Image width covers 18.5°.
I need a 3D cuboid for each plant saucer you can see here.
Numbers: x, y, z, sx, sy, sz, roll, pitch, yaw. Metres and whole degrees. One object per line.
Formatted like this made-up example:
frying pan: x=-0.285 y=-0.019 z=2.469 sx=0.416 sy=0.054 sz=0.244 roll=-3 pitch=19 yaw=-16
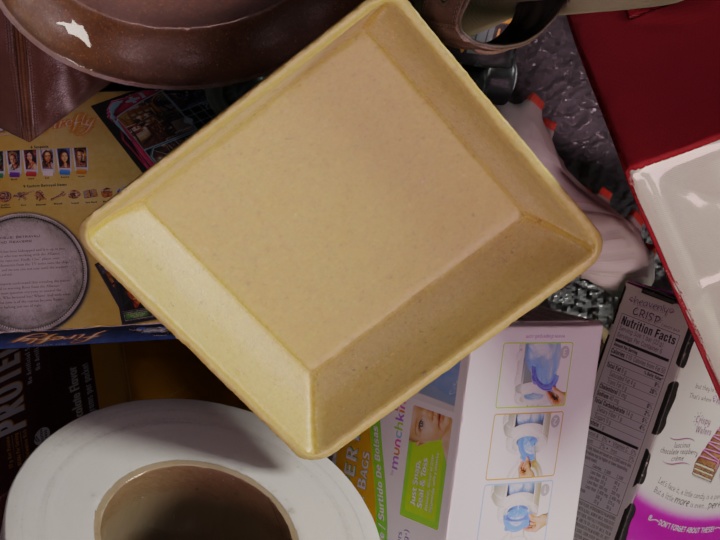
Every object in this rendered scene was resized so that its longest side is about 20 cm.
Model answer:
plant saucer: x=-0.081 y=-0.168 z=1.043 sx=0.199 sy=0.035 sz=0.201 roll=-6 pitch=141 yaw=-5
plant saucer: x=-0.010 y=-0.026 z=1.121 sx=0.200 sy=0.049 sz=0.200 roll=-36 pitch=121 yaw=11

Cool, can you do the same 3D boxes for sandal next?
sandal: x=0.069 y=-0.141 z=1.062 sx=0.200 sy=0.057 sz=0.080 roll=-7 pitch=130 yaw=31

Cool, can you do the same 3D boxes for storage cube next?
storage cube: x=0.231 y=-0.065 z=1.194 sx=0.170 sy=0.180 sz=0.200 roll=-22 pitch=123 yaw=8

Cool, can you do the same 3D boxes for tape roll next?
tape roll: x=-0.099 y=0.187 z=1.179 sx=0.202 sy=0.203 sz=0.139 roll=2 pitch=134 yaw=-16

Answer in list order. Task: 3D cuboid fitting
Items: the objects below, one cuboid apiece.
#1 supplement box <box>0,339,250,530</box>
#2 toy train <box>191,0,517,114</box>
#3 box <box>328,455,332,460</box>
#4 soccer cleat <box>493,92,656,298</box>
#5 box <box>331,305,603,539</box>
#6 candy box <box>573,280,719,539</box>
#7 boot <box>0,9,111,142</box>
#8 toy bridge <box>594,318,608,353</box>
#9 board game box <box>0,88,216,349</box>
supplement box: x=-0.165 y=0.134 z=1.348 sx=0.200 sy=0.133 sz=0.197 roll=-32 pitch=133 yaw=17
toy train: x=-0.006 y=-0.135 z=1.163 sx=0.199 sy=0.085 sz=0.114 roll=6 pitch=119 yaw=-15
box: x=0.059 y=0.158 z=1.432 sx=0.199 sy=0.128 sz=0.109 roll=14 pitch=129 yaw=-26
soccer cleat: x=0.106 y=-0.029 z=1.281 sx=0.200 sy=0.069 sz=0.078 roll=45 pitch=71 yaw=-44
box: x=0.054 y=0.117 z=1.262 sx=0.101 sy=0.112 sz=0.201 roll=1 pitch=99 yaw=-39
candy box: x=0.185 y=0.116 z=1.336 sx=0.136 sy=0.061 sz=0.201 roll=15 pitch=96 yaw=-50
boot: x=-0.135 y=-0.154 z=1.116 sx=0.186 sy=0.064 sz=0.200 roll=2 pitch=132 yaw=3
toy bridge: x=0.233 y=0.016 z=1.406 sx=0.200 sy=0.027 sz=0.067 roll=-32 pitch=134 yaw=18
board game box: x=-0.109 y=-0.031 z=1.197 sx=0.199 sy=0.136 sz=0.035 roll=-3 pitch=164 yaw=-11
